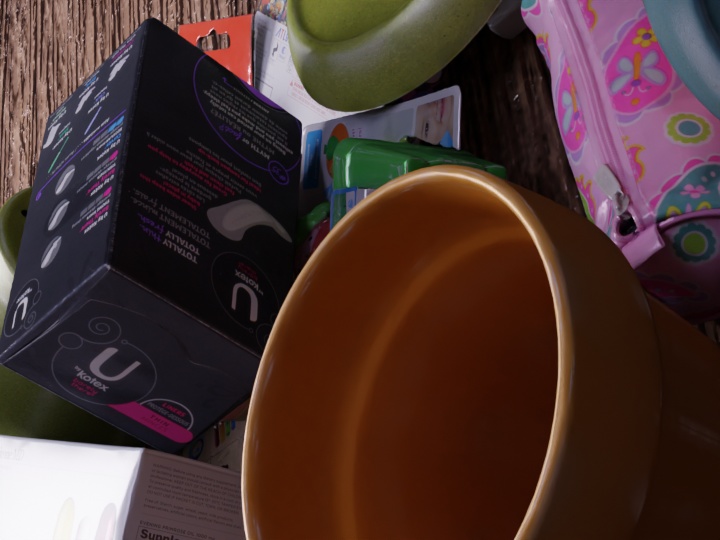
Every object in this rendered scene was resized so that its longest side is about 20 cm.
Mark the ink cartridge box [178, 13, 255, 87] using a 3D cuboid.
[{"bbox_3d":[-0.120,-0.073,1.126,0.109,0.050,0.202,4,94,55],"label":"ink cartridge box"}]

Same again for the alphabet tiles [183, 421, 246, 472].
[{"bbox_3d":[-0.052,0.136,1.008,0.200,0.008,0.168,-36,47,40],"label":"alphabet tiles"}]

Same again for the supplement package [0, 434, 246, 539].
[{"bbox_3d":[-0.118,0.166,0.941,0.199,0.155,0.112,-5,69,54],"label":"supplement package"}]

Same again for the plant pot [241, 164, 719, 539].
[{"bbox_3d":[0.080,0.078,0.690,0.200,0.183,0.201,-27,54,45],"label":"plant pot"}]

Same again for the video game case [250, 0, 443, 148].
[{"bbox_3d":[-0.006,-0.160,1.043,0.200,0.036,0.182,36,113,55],"label":"video game case"}]

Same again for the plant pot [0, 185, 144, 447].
[{"bbox_3d":[-0.208,0.053,1.072,0.193,0.199,0.201,-56,36,34],"label":"plant pot"}]

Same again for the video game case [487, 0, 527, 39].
[{"bbox_3d":[0.126,-0.260,0.936,0.182,0.023,0.201,-37,46,40],"label":"video game case"}]

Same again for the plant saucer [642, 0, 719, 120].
[{"bbox_3d":[0.204,-0.128,0.624,0.200,0.200,0.027,-53,2,24],"label":"plant saucer"}]

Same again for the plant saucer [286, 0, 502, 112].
[{"bbox_3d":[0.021,-0.185,0.928,0.199,0.031,0.201,-30,44,34],"label":"plant saucer"}]

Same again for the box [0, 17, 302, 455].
[{"bbox_3d":[-0.112,-0.020,0.916,0.106,0.122,0.201,-37,34,33],"label":"box"}]

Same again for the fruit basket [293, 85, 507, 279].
[{"bbox_3d":[0.000,0.000,0.908,0.200,0.093,0.187,-1,86,58],"label":"fruit basket"}]

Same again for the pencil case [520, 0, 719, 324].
[{"bbox_3d":[0.134,-0.072,0.778,0.087,0.087,0.201,-42,43,36],"label":"pencil case"}]

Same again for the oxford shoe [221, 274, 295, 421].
[{"bbox_3d":[-0.062,0.016,1.009,0.071,0.074,0.201,-36,38,32],"label":"oxford shoe"}]
